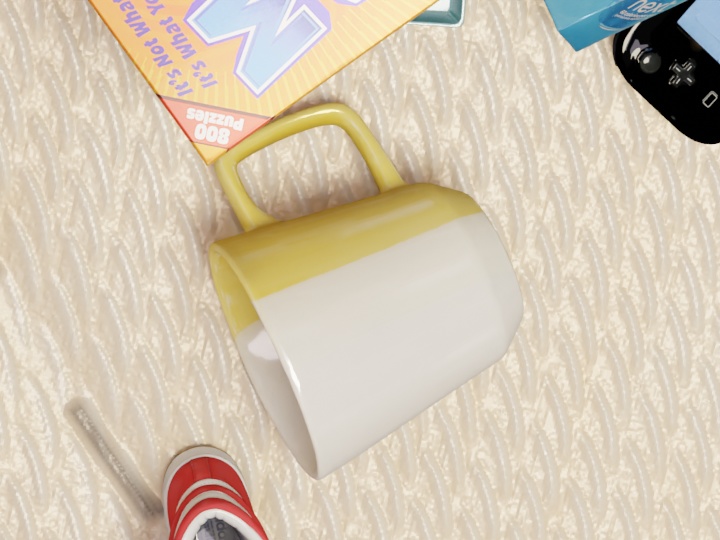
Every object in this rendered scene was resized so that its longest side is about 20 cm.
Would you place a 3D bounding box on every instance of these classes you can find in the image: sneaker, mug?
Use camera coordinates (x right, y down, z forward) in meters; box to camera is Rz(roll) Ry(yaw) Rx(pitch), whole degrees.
[{"bbox_3d":[-0.074,0.214,1.720,0.071,0.113,0.201,-16,106,-4],"label":"sneaker"},{"bbox_3d":[0.004,0.007,1.670,0.153,0.149,0.187,-24,113,-10],"label":"mug"}]

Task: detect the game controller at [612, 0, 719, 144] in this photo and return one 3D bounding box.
[{"bbox_3d":[0.242,-0.171,1.709,0.104,0.042,0.200,41,96,-15],"label":"game controller"}]

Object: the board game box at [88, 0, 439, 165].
[{"bbox_3d":[-0.061,-0.211,1.561,0.200,0.200,0.200,-35,103,5],"label":"board game box"}]

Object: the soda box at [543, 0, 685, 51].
[{"bbox_3d":[0.196,-0.202,1.652,0.199,0.064,0.068,-25,78,11],"label":"soda box"}]

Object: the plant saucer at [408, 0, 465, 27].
[{"bbox_3d":[0.033,-0.243,1.673,0.069,0.019,0.201,2,104,-9],"label":"plant saucer"}]
